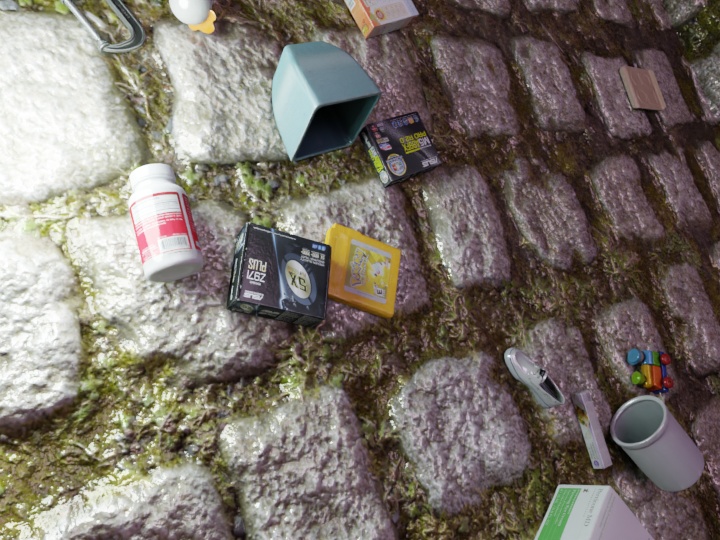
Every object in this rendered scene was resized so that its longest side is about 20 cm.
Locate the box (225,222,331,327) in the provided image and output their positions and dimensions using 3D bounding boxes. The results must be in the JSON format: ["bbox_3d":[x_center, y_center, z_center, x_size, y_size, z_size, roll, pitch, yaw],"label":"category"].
[{"bbox_3d":[-0.168,0.013,1.132,0.195,0.086,0.169,15,66,-25],"label":"box"}]

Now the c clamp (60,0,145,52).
[{"bbox_3d":[-0.561,-0.530,1.131,0.200,0.027,0.172,45,52,-8],"label":"c clamp"}]

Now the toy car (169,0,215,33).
[{"bbox_3d":[-0.405,-0.615,1.198,0.202,0.173,0.187,60,36,-33],"label":"toy car"}]

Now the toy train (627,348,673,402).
[{"bbox_3d":[0.877,0.342,1.641,0.112,0.085,0.206,14,66,-14],"label":"toy train"}]

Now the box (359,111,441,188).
[{"bbox_3d":[0.108,-0.325,1.438,0.197,0.044,0.164,-23,85,-34],"label":"box"}]

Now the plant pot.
[{"bbox_3d":[-0.102,-0.416,1.266,0.192,0.197,0.203,-22,76,-33],"label":"plant pot"}]

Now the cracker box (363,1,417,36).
[{"bbox_3d":[0.061,-0.761,1.556,0.198,0.057,0.136,-31,91,-33],"label":"cracker box"}]

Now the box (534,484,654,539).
[{"bbox_3d":[0.550,0.657,1.278,0.201,0.171,0.199,49,56,-6],"label":"box"}]

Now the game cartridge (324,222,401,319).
[{"bbox_3d":[0.000,0.000,1.269,0.196,0.032,0.181,21,64,-24],"label":"game cartridge"}]

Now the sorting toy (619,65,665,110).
[{"bbox_3d":[1.149,-0.740,2.208,0.195,0.036,0.191,-7,77,-27],"label":"sorting toy"}]

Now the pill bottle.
[{"bbox_3d":[-0.375,-0.091,1.030,0.110,0.112,0.206,-11,78,-32],"label":"pill bottle"}]

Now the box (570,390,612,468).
[{"bbox_3d":[0.634,0.435,1.485,0.040,0.039,0.206,-8,77,-30],"label":"box"}]

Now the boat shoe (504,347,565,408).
[{"bbox_3d":[0.465,0.277,1.424,0.200,0.066,0.074,46,56,-9],"label":"boat shoe"}]

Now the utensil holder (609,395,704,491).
[{"bbox_3d":[0.828,0.485,1.509,0.201,0.169,0.171,47,57,-11],"label":"utensil holder"}]
